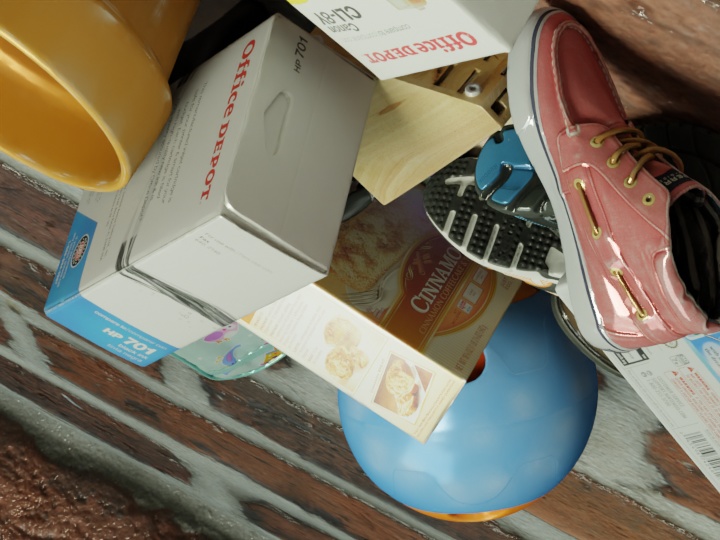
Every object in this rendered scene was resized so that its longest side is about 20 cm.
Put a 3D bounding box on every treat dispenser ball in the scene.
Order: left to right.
[{"bbox_3d":[0.081,0.090,1.603,0.200,0.202,0.201,27,164,9],"label":"treat dispenser ball"}]

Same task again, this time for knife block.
[{"bbox_3d":[0.030,-0.085,1.340,0.199,0.064,0.176,20,145,30],"label":"knife block"}]

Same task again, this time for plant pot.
[{"bbox_3d":[-0.173,-0.180,1.261,0.199,0.184,0.200,29,161,11],"label":"plant pot"}]

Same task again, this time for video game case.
[{"bbox_3d":[0.236,0.057,1.245,0.200,0.024,0.181,50,143,-16],"label":"video game case"}]

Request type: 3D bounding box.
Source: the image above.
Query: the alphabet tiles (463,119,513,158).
[{"bbox_3d":[0.119,-0.069,1.402,0.200,0.015,0.195,39,161,-27],"label":"alphabet tiles"}]

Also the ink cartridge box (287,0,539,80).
[{"bbox_3d":[-0.007,-0.197,1.116,0.199,0.084,0.145,37,162,-23],"label":"ink cartridge box"}]

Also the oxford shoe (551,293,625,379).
[{"bbox_3d":[0.229,0.046,1.473,0.199,0.073,0.084,24,155,-7],"label":"oxford shoe"}]

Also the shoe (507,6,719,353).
[{"bbox_3d":[0.150,-0.056,1.175,0.091,0.071,0.202,-11,95,49],"label":"shoe"}]

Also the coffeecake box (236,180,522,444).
[{"bbox_3d":[0.000,0.000,1.444,0.199,0.154,0.073,32,131,2],"label":"coffeecake box"}]

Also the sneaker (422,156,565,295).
[{"bbox_3d":[0.131,-0.010,1.398,0.199,0.074,0.080,25,165,13],"label":"sneaker"}]

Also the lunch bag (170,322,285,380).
[{"bbox_3d":[-0.068,0.000,1.615,0.160,0.199,0.078,42,-157,-53],"label":"lunch bag"}]

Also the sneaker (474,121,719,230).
[{"bbox_3d":[0.172,-0.052,1.283,0.199,0.074,0.082,13,177,31],"label":"sneaker"}]

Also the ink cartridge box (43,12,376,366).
[{"bbox_3d":[-0.093,-0.045,1.278,0.086,0.148,0.199,32,145,-28],"label":"ink cartridge box"}]

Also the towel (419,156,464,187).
[{"bbox_3d":[0.054,-0.063,1.499,0.200,0.023,0.143,40,168,-29],"label":"towel"}]

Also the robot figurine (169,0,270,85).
[{"bbox_3d":[-0.137,-0.142,1.427,0.199,0.125,0.151,23,160,20],"label":"robot figurine"}]
